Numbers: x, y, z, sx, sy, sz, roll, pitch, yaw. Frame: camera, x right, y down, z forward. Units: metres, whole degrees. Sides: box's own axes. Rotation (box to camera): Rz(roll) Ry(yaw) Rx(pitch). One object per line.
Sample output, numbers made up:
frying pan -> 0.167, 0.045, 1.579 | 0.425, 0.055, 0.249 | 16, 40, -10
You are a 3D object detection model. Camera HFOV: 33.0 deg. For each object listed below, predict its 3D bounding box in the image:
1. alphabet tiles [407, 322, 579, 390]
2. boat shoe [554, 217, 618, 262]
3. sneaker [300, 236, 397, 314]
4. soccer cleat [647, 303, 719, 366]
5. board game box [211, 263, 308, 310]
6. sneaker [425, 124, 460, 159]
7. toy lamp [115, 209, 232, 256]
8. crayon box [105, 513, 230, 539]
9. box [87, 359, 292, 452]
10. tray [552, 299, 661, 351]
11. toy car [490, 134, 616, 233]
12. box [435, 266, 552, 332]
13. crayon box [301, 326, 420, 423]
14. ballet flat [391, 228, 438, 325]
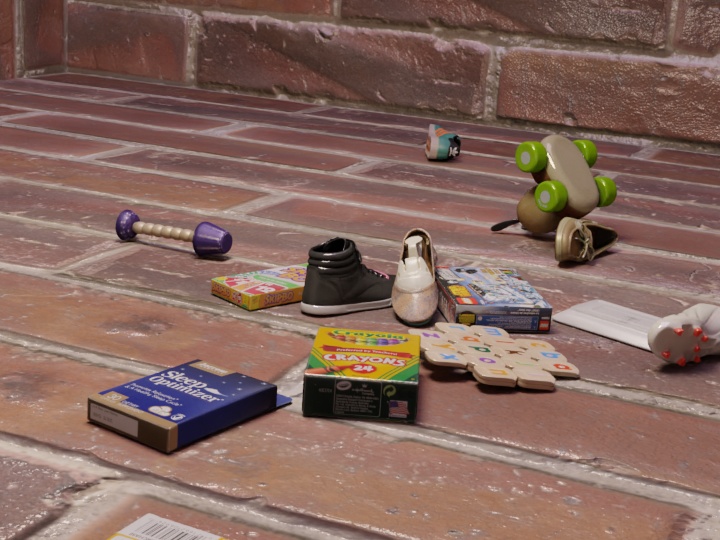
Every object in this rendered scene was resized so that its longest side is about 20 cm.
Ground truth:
alphabet tiles -> 0.164, 0.106, 1.517 | 0.195, 0.015, 0.200 | 5, 14, -15
boat shoe -> 0.381, -0.055, 2.062 | 0.063, 0.073, 0.200 | 9, 15, 27
sneaker -> 0.000, 0.000, 1.720 | 0.200, 0.099, 0.071 | -9, 18, -43
soccer cleat -> 0.433, 0.079, 1.587 | 0.200, 0.069, 0.078 | 1, 32, -38
board game box -> -0.108, 0.021, 1.761 | 0.200, 0.030, 0.096 | -7, 19, -41
sneaker -> 0.203, -0.308, 2.963 | 0.080, 0.071, 0.200 | 8, 20, -2
toy lamp -> -0.297, -0.059, 1.947 | 0.200, 0.058, 0.058 | 12, 17, 26
crayon box -> -0.163, 0.248, 0.866 | 0.126, 0.052, 0.200 | 11, 16, 26
box -> -0.178, 0.137, 1.306 | 0.121, 0.032, 0.200 | 14, 17, 34
tray -> 0.375, 0.075, 1.685 | 0.107, 0.022, 0.200 | -13, 22, -43
toy car -> 0.325, -0.132, 2.185 | 0.164, 0.158, 0.200 | -7, -25, -39
box -> 0.179, 0.039, 1.733 | 0.137, 0.040, 0.200 | 2, 15, -9
crayon box -> 0.005, 0.112, 1.403 | 0.127, 0.051, 0.200 | 4, 15, 2
ballet flat -> 0.075, 0.001, 1.716 | 0.068, 0.067, 0.200 | -6, 29, 5
